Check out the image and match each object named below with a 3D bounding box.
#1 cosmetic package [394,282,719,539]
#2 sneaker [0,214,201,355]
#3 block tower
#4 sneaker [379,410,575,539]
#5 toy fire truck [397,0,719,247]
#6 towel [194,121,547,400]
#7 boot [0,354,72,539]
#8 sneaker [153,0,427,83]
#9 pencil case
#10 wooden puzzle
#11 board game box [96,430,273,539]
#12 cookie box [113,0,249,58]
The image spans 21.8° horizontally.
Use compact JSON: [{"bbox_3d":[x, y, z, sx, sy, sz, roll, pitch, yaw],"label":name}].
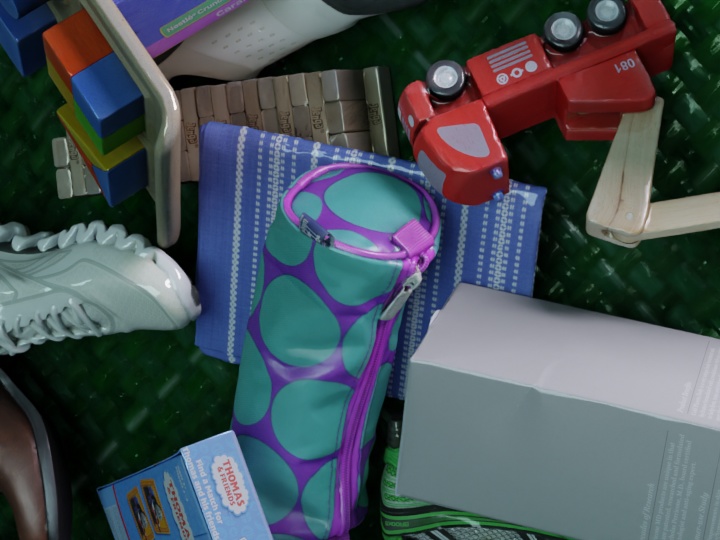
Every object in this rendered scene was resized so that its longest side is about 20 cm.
[{"bbox_3d":[0.125,0.079,0.943,0.198,0.107,0.091,10,114,17],"label":"cosmetic package"},{"bbox_3d":[-0.179,0.016,1.069,0.198,0.075,0.082,7,54,30],"label":"sneaker"},{"bbox_3d":[-0.080,-0.078,1.069,0.198,0.058,0.055,-6,93,23],"label":"block tower"},{"bbox_3d":[0.098,0.144,1.007,0.199,0.078,0.086,21,110,30],"label":"sneaker"},{"bbox_3d":[0.132,-0.064,0.945,0.198,0.049,0.142,-22,68,-3],"label":"toy fire truck"},{"bbox_3d":[0.000,0.000,1.027,0.198,0.024,0.146,12,118,15],"label":"towel"},{"bbox_3d":[-0.283,0.112,1.118,0.198,0.069,0.190,-21,80,-5],"label":"boot"},{"bbox_3d":[-0.046,-0.152,1.050,0.198,0.074,0.081,-4,132,16],"label":"sneaker"},{"bbox_3d":[-0.018,0.049,0.993,0.092,0.085,0.202,37,127,36],"label":"pencil case"},{"bbox_3d":[-0.153,-0.116,0.976,0.046,0.185,0.201,-28,79,-12],"label":"wooden puzzle"},{"bbox_3d":[-0.086,0.177,1.039,0.153,0.036,0.200,70,158,4],"label":"board game box"},{"bbox_3d":[-0.091,-0.245,0.999,0.170,0.075,0.201,-29,67,4],"label":"cookie box"}]
